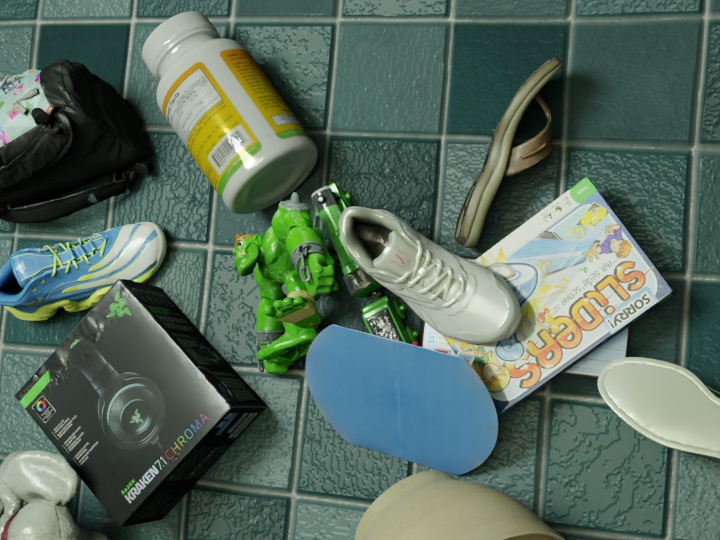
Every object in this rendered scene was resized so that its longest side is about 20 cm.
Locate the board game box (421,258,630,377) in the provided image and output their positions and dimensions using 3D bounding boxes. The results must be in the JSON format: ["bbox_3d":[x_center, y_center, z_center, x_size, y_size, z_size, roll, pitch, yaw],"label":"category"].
[{"bbox_3d":[0.161,0.045,1.154,0.199,0.019,0.103,6,87,19],"label":"board game box"}]

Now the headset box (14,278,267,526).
[{"bbox_3d":[-0.233,0.131,1.238,0.174,0.093,0.200,-46,72,8],"label":"headset box"}]

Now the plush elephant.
[{"bbox_3d":[-0.332,0.266,1.203,0.154,0.200,0.165,5,78,23],"label":"plush elephant"}]

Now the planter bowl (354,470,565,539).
[{"bbox_3d":[0.077,0.269,1.082,0.200,0.200,0.135,-49,45,8],"label":"planter bowl"}]

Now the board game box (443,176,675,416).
[{"bbox_3d":[0.174,0.026,1.123,0.200,0.034,0.136,-38,74,12],"label":"board game box"}]

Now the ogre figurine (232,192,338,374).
[{"bbox_3d":[-0.071,0.012,1.173,0.098,0.200,0.120,-11,61,-2],"label":"ogre figurine"}]

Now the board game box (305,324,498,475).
[{"bbox_3d":[0.045,0.116,1.150,0.199,0.039,0.158,13,132,22],"label":"board game box"}]

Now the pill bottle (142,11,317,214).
[{"bbox_3d":[-0.141,-0.167,1.231,0.111,0.111,0.200,-38,74,11],"label":"pill bottle"}]

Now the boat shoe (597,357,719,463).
[{"bbox_3d":[0.308,0.139,1.070,0.199,0.062,0.073,21,75,18],"label":"boat shoe"}]

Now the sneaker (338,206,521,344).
[{"bbox_3d":[0.054,0.004,1.094,0.200,0.099,0.078,30,92,23],"label":"sneaker"}]

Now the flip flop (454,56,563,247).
[{"bbox_3d":[0.151,-0.110,1.150,0.057,0.081,0.201,23,93,2],"label":"flip flop"}]

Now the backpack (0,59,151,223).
[{"bbox_3d":[-0.351,-0.137,1.287,0.200,0.167,0.127,-24,57,18],"label":"backpack"}]

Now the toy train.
[{"bbox_3d":[0.000,0.000,1.194,0.042,0.056,0.200,-29,76,13],"label":"toy train"}]

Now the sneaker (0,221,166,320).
[{"bbox_3d":[-0.308,0.002,1.271,0.200,0.105,0.076,-26,77,15],"label":"sneaker"}]
